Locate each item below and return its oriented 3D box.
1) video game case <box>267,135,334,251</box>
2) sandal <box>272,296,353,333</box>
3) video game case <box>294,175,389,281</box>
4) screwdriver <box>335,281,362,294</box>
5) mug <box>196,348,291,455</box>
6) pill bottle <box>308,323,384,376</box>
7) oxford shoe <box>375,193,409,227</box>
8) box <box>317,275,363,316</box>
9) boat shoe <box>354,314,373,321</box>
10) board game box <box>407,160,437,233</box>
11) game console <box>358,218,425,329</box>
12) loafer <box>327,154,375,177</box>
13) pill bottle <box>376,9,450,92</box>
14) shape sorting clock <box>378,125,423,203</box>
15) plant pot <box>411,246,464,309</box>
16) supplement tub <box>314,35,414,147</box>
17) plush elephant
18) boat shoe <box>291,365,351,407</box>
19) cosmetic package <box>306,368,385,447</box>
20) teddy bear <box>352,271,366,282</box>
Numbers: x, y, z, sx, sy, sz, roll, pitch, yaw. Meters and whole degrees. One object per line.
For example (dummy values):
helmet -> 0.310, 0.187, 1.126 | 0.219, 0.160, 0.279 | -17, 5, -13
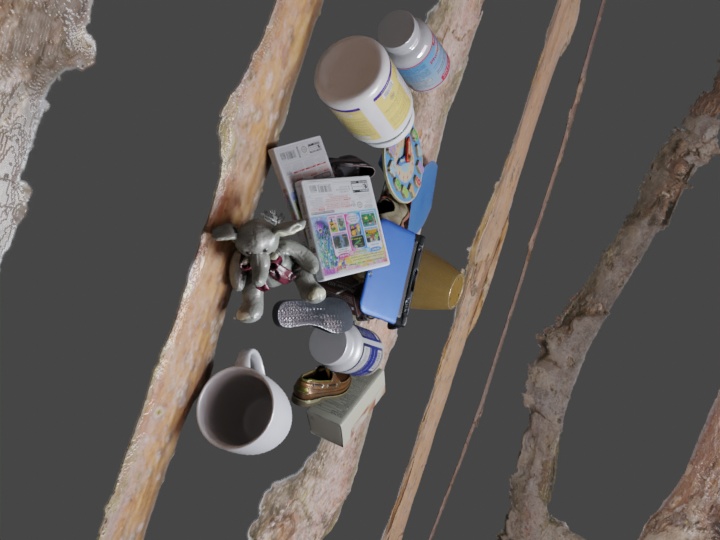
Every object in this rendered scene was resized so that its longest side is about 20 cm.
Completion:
video game case -> -0.088, -0.140, 1.291 | 0.143, 0.018, 0.200 | -30, 104, -52
sandal -> -0.098, 0.088, 1.452 | 0.200, 0.043, 0.076 | 10, 81, -38
video game case -> -0.030, -0.083, 1.308 | 0.200, 0.024, 0.182 | -14, 91, -51
screwdriver -> 0.006, 0.024, 1.463 | 0.200, 0.028, 0.029 | -27, 153, -47
mug -> -0.204, 0.244, 1.309 | 0.175, 0.148, 0.200 | 59, 24, -67
pill bottle -> -0.032, 0.177, 1.599 | 0.200, 0.116, 0.116 | 30, 80, -63
oxford shoe -> 0.070, -0.142, 1.589 | 0.200, 0.070, 0.075 | -85, 160, -61
box -> 0.000, 0.000, 1.564 | 0.200, 0.100, 0.075 | -54, 148, -33
boat shoe -> 0.016, 0.088, 1.662 | 0.072, 0.065, 0.200 | -64, 165, -14
board game box -> 0.142, -0.188, 1.786 | 0.158, 0.039, 0.200 | -47, 150, -49
game console -> 0.055, 0.012, 1.472 | 0.171, 0.118, 0.200 | 142, -37, -76
loafer -> -0.042, -0.189, 1.399 | 0.200, 0.063, 0.072 | -32, 133, -52
pill bottle -> 0.110, -0.459, 1.464 | 0.200, 0.109, 0.109 | 21, 88, -64
shape sorting clock -> 0.100, -0.254, 1.595 | 0.200, 0.039, 0.200 | 5, 84, -57
plant pot -> 0.151, 0.023, 1.755 | 0.186, 0.200, 0.186 | -39, 139, -45
supplement tub -> 0.015, -0.330, 1.323 | 0.145, 0.145, 0.200 | -67, 154, -7
plush elephant -> -0.161, -0.023, 1.182 | 0.155, 0.165, 0.200 | 36, 45, -76
boat shoe -> -0.078, 0.255, 1.609 | 0.200, 0.072, 0.068 | -15, 121, -59
cosmetic package -> -0.032, 0.319, 1.708 | 0.200, 0.103, 0.087 | -45, 143, -40
teddy bear -> -0.018, -0.062, 1.467 | 0.145, 0.200, 0.067 | 7, 146, -33
